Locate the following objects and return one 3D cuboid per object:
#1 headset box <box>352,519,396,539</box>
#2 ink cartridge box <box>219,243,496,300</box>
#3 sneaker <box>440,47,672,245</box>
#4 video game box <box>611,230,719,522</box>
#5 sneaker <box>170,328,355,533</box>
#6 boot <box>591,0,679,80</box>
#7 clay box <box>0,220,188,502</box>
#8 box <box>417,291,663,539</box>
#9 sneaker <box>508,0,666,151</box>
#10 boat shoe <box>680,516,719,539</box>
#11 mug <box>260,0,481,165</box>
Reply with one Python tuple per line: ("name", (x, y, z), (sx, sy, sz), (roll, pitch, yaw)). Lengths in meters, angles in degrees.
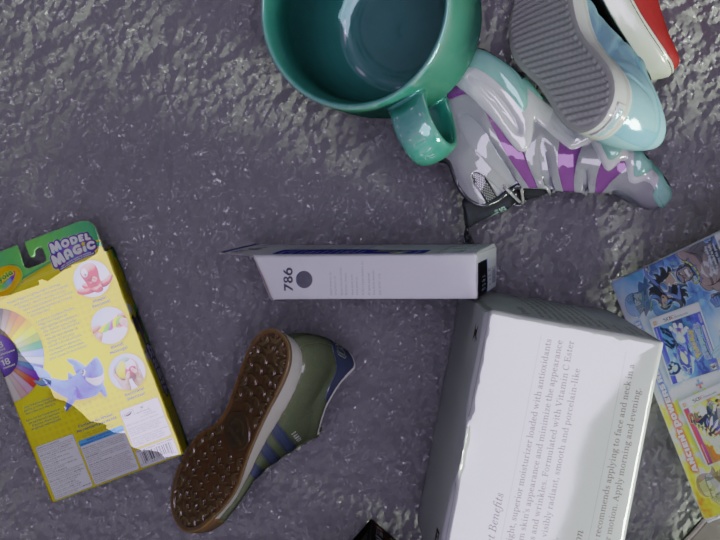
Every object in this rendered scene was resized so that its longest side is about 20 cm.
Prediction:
("headset box", (0.058, 0.301, 1.172), (0.200, 0.149, 0.075), (41, 95, -2))
("ink cartridge box", (0.000, 0.000, 1.157), (0.198, 0.099, 0.040), (1, 96, 14))
("sneaker", (0.131, -0.067, 1.186), (0.199, 0.078, 0.140), (33, 95, 7))
("video game box", (0.298, 0.066, 1.120), (0.182, 0.047, 0.201), (-28, 78, 41))
("sneaker", (-0.071, 0.131, 1.199), (0.067, 0.089, 0.201), (51, 123, 36))
("boot", (0.232, -0.261, 1.171), (0.144, 0.072, 0.201), (-27, 90, 1))
("clay box", (-0.226, 0.069, 1.206), (0.114, 0.048, 0.201), (-20, 93, 1))
("box", (0.127, 0.125, 1.134), (0.130, 0.200, 0.200), (10, 95, -2))
("sneaker", (0.172, -0.155, 1.145), (0.082, 0.201, 0.074), (24, 126, -33))
("boat shoe", (0.302, 0.213, 1.198), (0.200, 0.057, 0.067), (-45, 54, 15))
("mug", (0.013, -0.176, 1.142), (0.151, 0.114, 0.187), (8, 93, 21))
